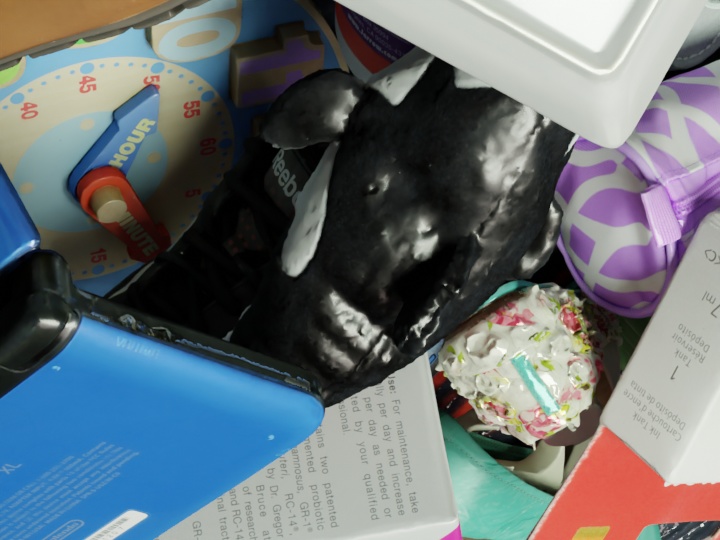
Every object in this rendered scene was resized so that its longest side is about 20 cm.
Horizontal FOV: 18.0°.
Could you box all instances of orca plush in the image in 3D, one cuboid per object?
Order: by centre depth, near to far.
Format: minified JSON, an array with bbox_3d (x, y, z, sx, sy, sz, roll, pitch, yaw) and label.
[{"bbox_3d":[0.000,0.000,0.711,0.200,0.071,0.105,-33,119,15],"label":"orca plush"}]

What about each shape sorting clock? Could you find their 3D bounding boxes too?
[{"bbox_3d":[-0.095,-0.034,0.807,0.199,0.039,0.200,-19,140,-17],"label":"shape sorting clock"}]

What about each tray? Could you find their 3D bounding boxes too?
[{"bbox_3d":[0.018,-0.121,0.634,0.200,0.022,0.108,27,102,-14],"label":"tray"}]

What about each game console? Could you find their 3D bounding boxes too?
[{"bbox_3d":[-0.139,0.021,0.723,0.170,0.119,0.200,21,137,-39],"label":"game console"}]

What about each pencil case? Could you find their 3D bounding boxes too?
[{"bbox_3d":[0.166,-0.050,0.881,0.200,0.085,0.084,-27,106,-25],"label":"pencil case"}]

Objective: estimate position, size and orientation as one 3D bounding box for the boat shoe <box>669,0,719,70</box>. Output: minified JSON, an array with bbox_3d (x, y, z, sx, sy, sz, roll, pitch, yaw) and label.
[{"bbox_3d":[0.120,-0.131,0.819,0.070,0.072,0.201,-25,145,-11],"label":"boat shoe"}]

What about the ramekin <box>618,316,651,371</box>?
[{"bbox_3d":[0.213,0.009,1.017,0.199,0.098,0.200,-19,141,-17],"label":"ramekin"}]

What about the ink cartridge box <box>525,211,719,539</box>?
[{"bbox_3d":[0.165,0.066,0.890,0.200,0.045,0.177,3,120,-46],"label":"ink cartridge box"}]

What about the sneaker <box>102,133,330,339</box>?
[{"bbox_3d":[-0.038,0.000,0.798,0.200,0.071,0.098,-28,148,-10],"label":"sneaker"}]

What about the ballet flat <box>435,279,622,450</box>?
[{"bbox_3d":[0.074,0.041,0.918,0.076,0.064,0.200,-35,172,12],"label":"ballet flat"}]

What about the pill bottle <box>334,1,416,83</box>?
[{"bbox_3d":[0.051,-0.145,0.725,0.112,0.113,0.200,-16,139,-19],"label":"pill bottle"}]

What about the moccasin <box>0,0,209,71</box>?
[{"bbox_3d":[-0.086,-0.113,0.681,0.201,0.074,0.078,-16,118,18],"label":"moccasin"}]

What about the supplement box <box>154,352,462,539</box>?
[{"bbox_3d":[-0.063,0.093,0.871,0.199,0.104,0.101,-12,146,0],"label":"supplement box"}]

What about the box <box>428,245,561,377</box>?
[{"bbox_3d":[0.028,-0.018,0.912,0.200,0.035,0.110,-45,141,17],"label":"box"}]

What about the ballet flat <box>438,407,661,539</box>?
[{"bbox_3d":[0.090,0.099,1.063,0.200,0.067,0.071,15,109,-46],"label":"ballet flat"}]
